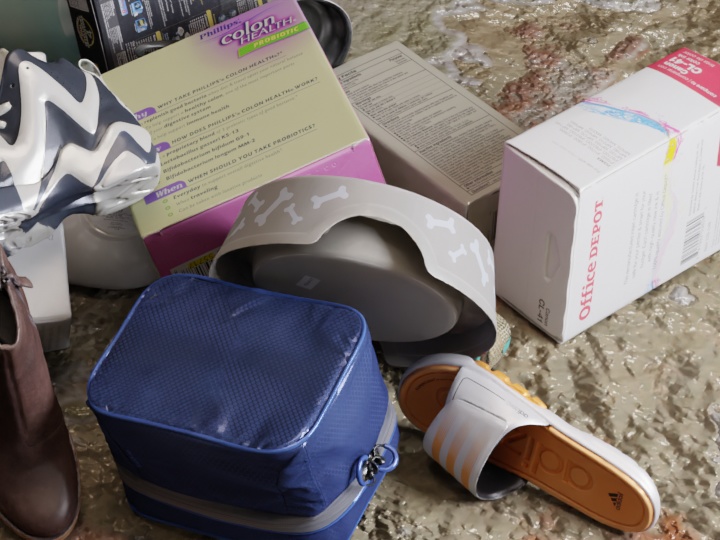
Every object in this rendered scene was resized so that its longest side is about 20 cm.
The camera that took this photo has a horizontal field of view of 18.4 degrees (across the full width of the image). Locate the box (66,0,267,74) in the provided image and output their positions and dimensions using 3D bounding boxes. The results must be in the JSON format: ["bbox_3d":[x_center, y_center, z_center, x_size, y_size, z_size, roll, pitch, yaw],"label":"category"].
[{"bbox_3d":[-0.145,-0.186,1.771,0.161,0.201,0.049,-26,28,-28],"label":"box"}]

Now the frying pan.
[{"bbox_3d":[-0.094,-0.165,1.755,0.189,0.115,0.031,-17,53,-19],"label":"frying pan"}]

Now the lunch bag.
[{"bbox_3d":[-0.067,0.102,1.480,0.199,0.133,0.136,13,51,26],"label":"lunch bag"}]

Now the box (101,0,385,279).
[{"bbox_3d":[-0.089,-0.084,1.640,0.175,0.097,0.201,-24,43,-3],"label":"box"}]

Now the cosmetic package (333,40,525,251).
[{"bbox_3d":[0.054,-0.093,1.768,0.103,0.073,0.200,-26,47,-29],"label":"cosmetic package"}]

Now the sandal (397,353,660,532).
[{"bbox_3d":[0.103,0.125,1.504,0.206,0.080,0.059,26,43,24],"label":"sandal"}]

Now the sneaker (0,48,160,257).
[{"bbox_3d":[-0.248,-0.085,1.526,0.198,0.080,0.130,-23,72,-13],"label":"sneaker"}]

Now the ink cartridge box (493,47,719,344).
[{"bbox_3d":[0.199,-0.059,1.675,0.199,0.148,0.086,-26,47,-31],"label":"ink cartridge box"}]

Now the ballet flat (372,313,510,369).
[{"bbox_3d":[0.019,0.028,1.636,0.199,0.068,0.075,19,22,20],"label":"ballet flat"}]

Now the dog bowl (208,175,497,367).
[{"bbox_3d":[0.000,0.000,1.506,0.198,0.200,0.059,9,67,9],"label":"dog bowl"}]

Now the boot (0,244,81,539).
[{"bbox_3d":[-0.231,0.073,1.438,0.072,0.166,0.201,-18,78,-12],"label":"boot"}]

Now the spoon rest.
[{"bbox_3d":[-0.236,-0.026,1.701,0.198,0.061,0.100,8,39,-14],"label":"spoon rest"}]

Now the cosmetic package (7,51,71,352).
[{"bbox_3d":[-0.252,-0.046,1.607,0.073,0.102,0.202,-7,77,-11],"label":"cosmetic package"}]

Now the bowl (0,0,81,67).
[{"bbox_3d":[-0.205,-0.234,1.810,0.200,0.202,0.105,-28,30,-31],"label":"bowl"}]
